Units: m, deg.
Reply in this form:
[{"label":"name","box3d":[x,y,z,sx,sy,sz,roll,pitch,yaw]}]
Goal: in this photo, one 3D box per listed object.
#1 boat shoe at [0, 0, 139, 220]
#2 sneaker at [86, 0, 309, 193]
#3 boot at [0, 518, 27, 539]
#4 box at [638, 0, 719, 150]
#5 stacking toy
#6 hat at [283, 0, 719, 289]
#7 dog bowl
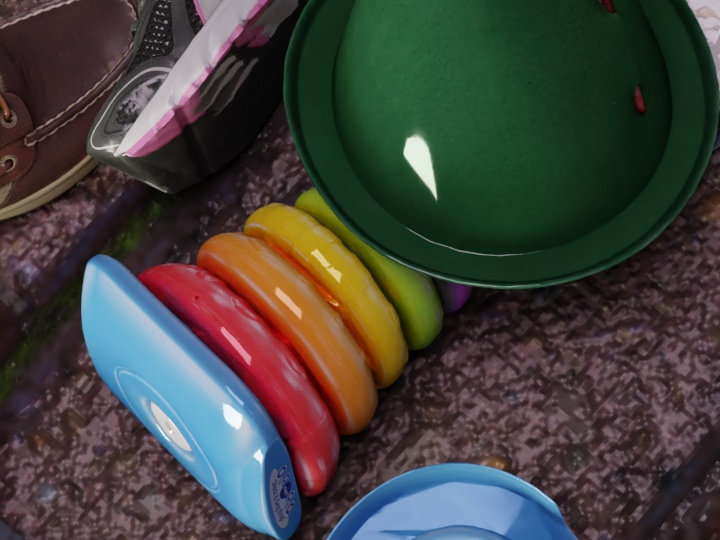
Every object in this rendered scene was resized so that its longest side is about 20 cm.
[{"label":"boat shoe","box3d":[-0.166,-0.058,1.195,0.200,0.072,0.072,-32,69,-11]},{"label":"sneaker","box3d":[-0.059,-0.123,1.204,0.086,0.080,0.200,26,68,18]},{"label":"boot","box3d":[-0.121,0.121,1.151,0.131,0.070,0.200,-10,83,5]},{"label":"box","box3d":[0.148,-0.138,1.181,0.200,0.038,0.137,-36,70,-1]},{"label":"stacking toy","box3d":[0.000,0.000,1.149,0.200,0.116,0.110,-40,64,-17]},{"label":"hat","box3d":[0.048,-0.120,1.065,0.165,0.176,0.200,-16,61,-7]},{"label":"dog bowl","box3d":[0.072,0.157,1.103,0.200,0.050,0.112,36,83,18]}]
